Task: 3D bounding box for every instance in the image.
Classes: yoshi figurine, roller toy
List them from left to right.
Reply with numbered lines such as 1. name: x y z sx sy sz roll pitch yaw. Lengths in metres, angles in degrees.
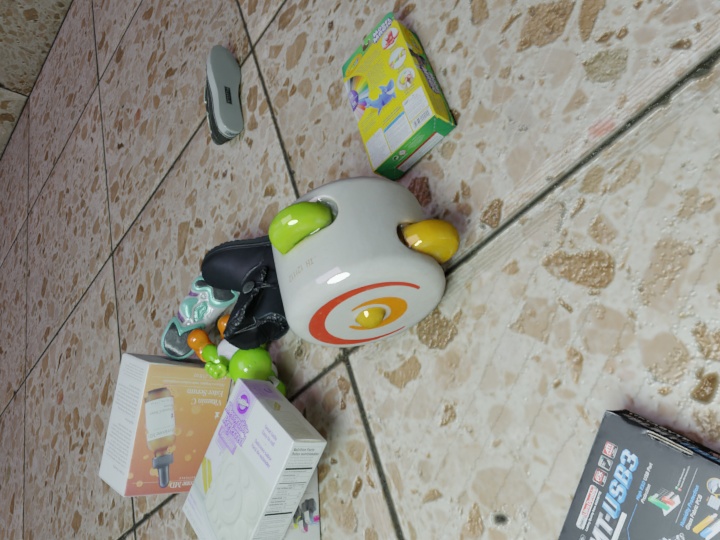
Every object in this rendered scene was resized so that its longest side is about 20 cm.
1. yoshi figurine: -0.182 0.127 0.892 0.199 0.112 0.113 30 95 43
2. roller toy: 0.000 0.000 0.671 0.183 0.198 0.141 103 155 -57

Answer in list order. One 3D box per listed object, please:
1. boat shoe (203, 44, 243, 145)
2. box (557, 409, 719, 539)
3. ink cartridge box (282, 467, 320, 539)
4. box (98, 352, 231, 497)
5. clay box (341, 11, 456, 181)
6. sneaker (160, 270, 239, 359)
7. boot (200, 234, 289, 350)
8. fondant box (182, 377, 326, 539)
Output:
1. boat shoe: -0.272 -0.337 1.136 0.063 0.070 0.202 -25 64 39
2. box: 0.246 0.238 0.438 0.198 0.049 0.202 23 98 48
3. ink cartridge box: -0.114 0.340 0.785 0.115 0.067 0.202 -22 63 41
4. box: -0.315 0.247 0.966 0.106 0.151 0.202 4 83 47
5. clay box: 0.043 -0.233 0.784 0.115 0.047 0.201 -38 53 35
6. sneaker: -0.272 0.061 1.031 0.201 0.078 0.140 -52 8 -13
7. boot: -0.175 0.035 0.868 0.198 0.077 0.169 -13 44 26
8. fondant box: -0.138 0.259 0.743 0.144 0.058 0.201 32 100 45
